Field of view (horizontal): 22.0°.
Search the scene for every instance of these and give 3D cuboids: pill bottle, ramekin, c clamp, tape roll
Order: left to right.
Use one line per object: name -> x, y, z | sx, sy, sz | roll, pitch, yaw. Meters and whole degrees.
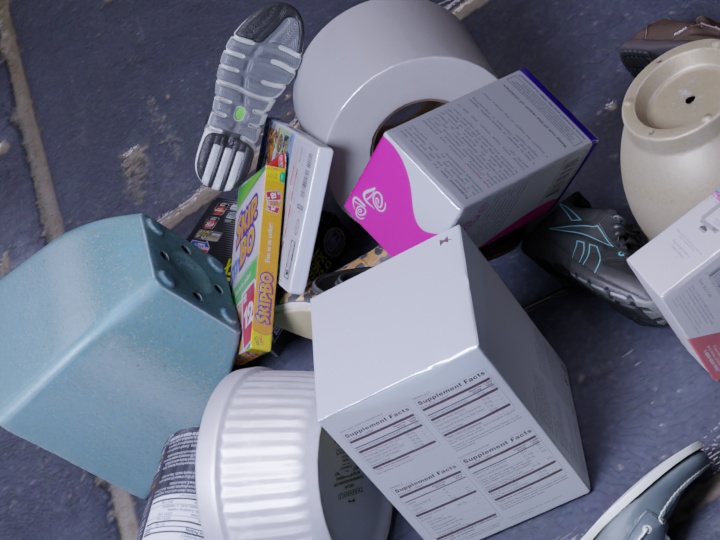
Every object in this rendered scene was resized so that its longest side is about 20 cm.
pill bottle -> -0.151, 0.249, 1.673 | 0.106, 0.106, 0.201 | -15, 43, 30
ramekin -> -0.049, 0.180, 1.588 | 0.105, 0.200, 0.201 | -7, 47, 24
tape roll -> 0.044, -0.155, 1.846 | 0.202, 0.203, 0.139 | -34, 37, 7
c clamp -> 0.062, 0.024, 1.695 | 0.199, 0.027, 0.171 | 17, 24, 36

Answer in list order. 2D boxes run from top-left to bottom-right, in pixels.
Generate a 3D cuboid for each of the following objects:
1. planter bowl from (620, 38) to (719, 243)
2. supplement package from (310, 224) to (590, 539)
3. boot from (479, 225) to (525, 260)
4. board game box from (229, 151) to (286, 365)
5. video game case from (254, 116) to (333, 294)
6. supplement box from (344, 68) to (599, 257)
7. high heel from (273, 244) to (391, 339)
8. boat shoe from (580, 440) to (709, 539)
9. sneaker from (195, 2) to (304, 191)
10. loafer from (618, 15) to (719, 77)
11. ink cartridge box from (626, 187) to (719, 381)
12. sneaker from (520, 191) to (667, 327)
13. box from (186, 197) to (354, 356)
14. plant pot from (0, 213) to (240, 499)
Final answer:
planter bowl -> 0.310, -0.116, 1.626 | 0.200, 0.135, 0.201 | -24, 39, 21
supplement package -> 0.074, 0.103, 1.548 | 0.150, 0.200, 0.152 | -26, 38, 17
boot -> 0.103, -0.032, 1.732 | 0.097, 0.075, 0.200 | -46, -4, 39
board game box -> -0.104, -0.013, 1.825 | 0.095, 0.030, 0.201 | 152, 127, -67
video game case -> -0.075, -0.068, 1.832 | 0.200, 0.018, 0.144 | -143, 63, -68
supplement box -> 0.098, -0.085, 1.625 | 0.200, 0.103, 0.101 | -29, -22, -43
high heel -> 0.000, 0.000, 1.830 | 0.199, 0.072, 0.143 | -1, 52, 26
boat shoe -> 0.209, 0.216, 1.447 | 0.200, 0.073, 0.062 | -41, 79, -13
sneaker -> -0.122, -0.185, 1.896 | 0.201, 0.075, 0.116 | -65, 12, 7
loafer -> 0.334, -0.214, 1.759 | 0.200, 0.073, 0.071 | 18, 64, 48
ink cartridge box -> 0.334, -0.018, 1.517 | 0.200, 0.117, 0.068 | -37, 36, 3
sneaker -> 0.218, -0.015, 1.641 | 0.079, 0.075, 0.200 | -54, 36, -1
box -> -0.122, 0.004, 1.958 | 0.200, 0.044, 0.160 | 9, 58, 46
plant pot -> -0.230, 0.064, 1.819 | 0.200, 0.196, 0.196 | -43, 37, 20
